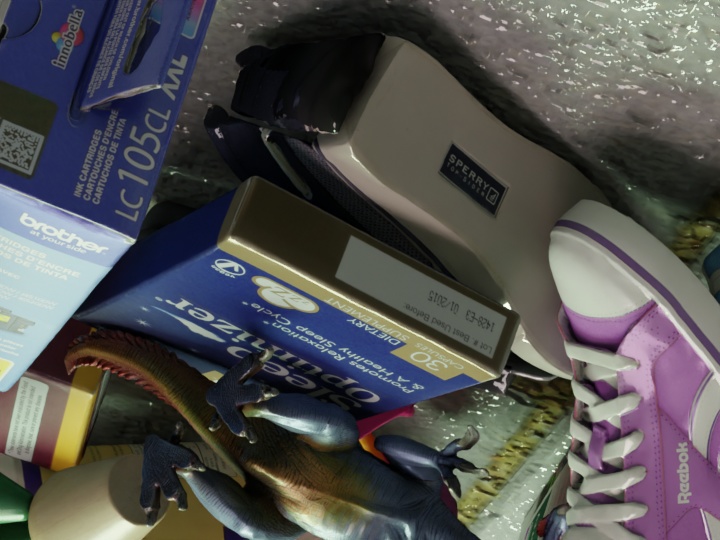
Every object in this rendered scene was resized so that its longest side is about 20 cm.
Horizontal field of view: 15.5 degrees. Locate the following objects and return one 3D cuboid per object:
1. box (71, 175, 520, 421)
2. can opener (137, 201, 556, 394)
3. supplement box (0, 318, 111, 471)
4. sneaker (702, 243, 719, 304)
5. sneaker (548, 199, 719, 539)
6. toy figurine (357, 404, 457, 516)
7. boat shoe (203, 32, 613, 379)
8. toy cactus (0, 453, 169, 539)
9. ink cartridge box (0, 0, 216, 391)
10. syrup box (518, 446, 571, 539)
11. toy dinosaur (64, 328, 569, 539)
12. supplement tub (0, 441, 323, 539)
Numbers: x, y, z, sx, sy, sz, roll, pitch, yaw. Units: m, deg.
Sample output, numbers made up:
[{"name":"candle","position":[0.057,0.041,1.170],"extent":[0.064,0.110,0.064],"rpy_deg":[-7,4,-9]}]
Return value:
[{"name":"box","position":[-0.037,0.021,1.055],"extent":[0.121,0.033,0.200],"rpy_deg":[27,160,-19]},{"name":"can opener","position":[0.000,0.000,1.125],"extent":[0.199,0.053,0.067],"rpy_deg":[15,120,6]},{"name":"supplement box","position":[-0.207,0.009,1.206],"extent":[0.199,0.086,0.110],"rpy_deg":[19,153,-3]},{"name":"sneaker","position":[0.175,0.058,1.087],"extent":[0.072,0.072,0.200],"rpy_deg":[43,158,36]},{"name":"sneaker","position":[0.102,0.079,1.013],"extent":[0.073,0.114,0.201],"rpy_deg":[15,137,62]},{"name":"toy figurine","position":[0.027,0.131,1.196],"extent":[0.150,0.185,0.200],"rpy_deg":[-23,147,21]},{"name":"boat shoe","position":[0.026,-0.026,1.037],"extent":[0.093,0.075,0.200],"rpy_deg":[7,151,47]},{"name":"toy cactus","position":[-0.131,0.113,1.134],"extent":[0.200,0.102,0.165],"rpy_deg":[45,139,-14]},{"name":"ink cartridge box","position":[-0.117,-0.055,0.981],"extent":[0.076,0.137,0.200],"rpy_deg":[22,152,-13]},{"name":"syrup box","position":[0.123,0.133,1.242],"extent":[0.081,0.079,0.200],"rpy_deg":[19,153,-2]},{"name":"toy dinosaur","position":[0.007,0.080,1.066],"extent":[0.181,0.200,0.105],"rpy_deg":[20,113,-42]},{"name":"supplement tub","position":[-0.089,0.156,1.291],"extent":[0.199,0.146,0.146],"rpy_deg":[-2,155,-12]}]
